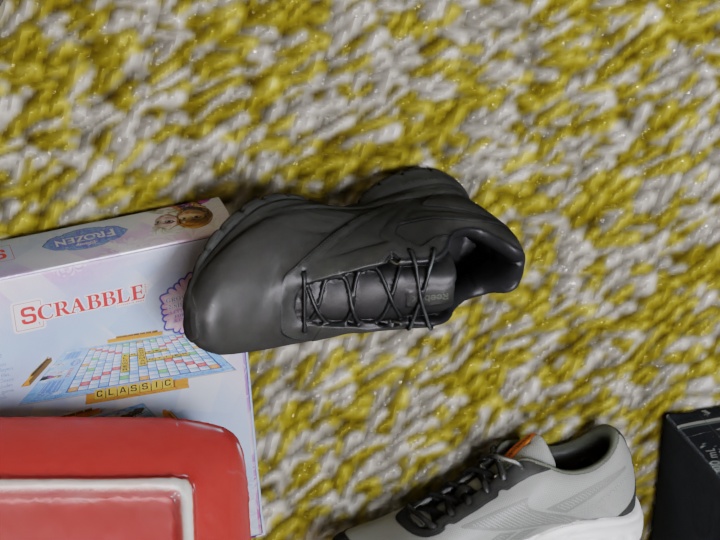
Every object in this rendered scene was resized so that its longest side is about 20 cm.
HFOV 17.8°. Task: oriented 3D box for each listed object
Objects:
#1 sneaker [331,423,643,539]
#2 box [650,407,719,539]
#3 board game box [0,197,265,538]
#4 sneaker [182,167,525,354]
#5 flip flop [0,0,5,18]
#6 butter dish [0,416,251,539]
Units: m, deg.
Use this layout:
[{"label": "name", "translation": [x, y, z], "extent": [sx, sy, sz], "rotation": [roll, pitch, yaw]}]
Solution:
[{"label": "sneaker", "translation": [0.071, 0.138, 1.337], "extent": [0.199, 0.074, 0.080], "rotation": [-13, 112, -22]}, {"label": "box", "translation": [0.303, 0.169, 1.360], "extent": [0.196, 0.200, 0.124], "rotation": [-9, 118, -17]}, {"label": "board game box", "translation": [-0.157, 0.074, 1.223], "extent": [0.199, 0.041, 0.200], "rotation": [-11, 121, -15]}, {"label": "sneaker", "translation": [0.000, 0.000, 1.188], "extent": [0.200, 0.091, 0.076], "rotation": [-21, 124, -32]}, {"label": "flip flop", "translation": [-0.261, -0.094, 1.078], "extent": [0.199, 0.081, 0.058], "rotation": [-21, 138, -16]}, {"label": "butter dish", "translation": [-0.165, 0.183, 1.179], "extent": [0.199, 0.148, 0.201], "rotation": [2, 76, -22]}]
